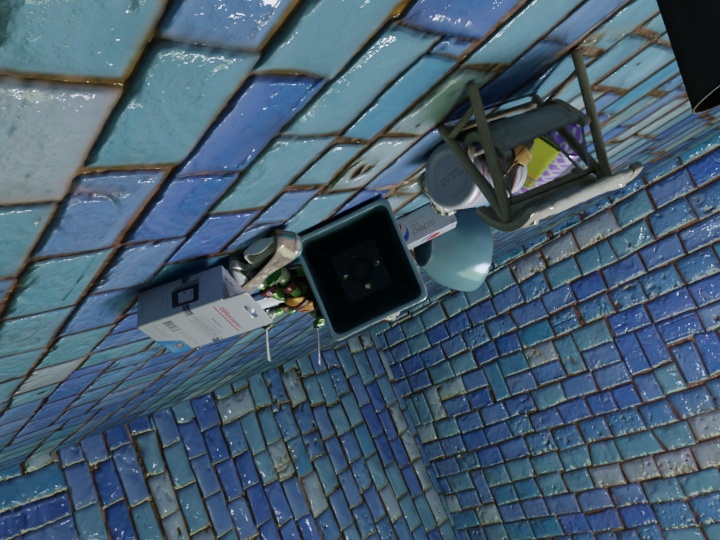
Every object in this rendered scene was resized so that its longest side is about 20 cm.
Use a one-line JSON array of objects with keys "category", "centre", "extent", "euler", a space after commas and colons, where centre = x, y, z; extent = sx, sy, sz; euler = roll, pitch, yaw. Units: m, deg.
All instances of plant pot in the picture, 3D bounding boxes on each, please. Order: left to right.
[{"category": "plant pot", "centre": [0.000, 0.000, 1.181], "extent": [0.192, 0.201, 0.200], "euler": [-24, 179, 0]}, {"category": "plant pot", "centre": [0.204, -0.055, 1.434], "extent": [0.131, 0.206, 0.200], "euler": [3, 159, -23]}]

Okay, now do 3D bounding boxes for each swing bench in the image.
[{"category": "swing bench", "centre": [0.249, -0.170, 0.853], "extent": [0.195, 0.204, 0.130], "euler": [-20, 170, -19]}]

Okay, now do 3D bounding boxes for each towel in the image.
[{"category": "towel", "centre": [0.318, -0.215, 1.147], "extent": [0.018, 0.085, 0.200], "euler": [-53, 173, -9]}]

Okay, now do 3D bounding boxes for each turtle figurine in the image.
[{"category": "turtle figurine", "centre": [-0.142, 0.084, 1.177], "extent": [0.202, 0.143, 0.194], "euler": [-54, 133, -9]}]

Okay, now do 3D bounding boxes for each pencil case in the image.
[{"category": "pencil case", "centre": [0.374, -0.225, 1.235], "extent": [0.087, 0.083, 0.200], "euler": [-58, -173, -25]}]

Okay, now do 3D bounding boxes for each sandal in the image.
[{"category": "sandal", "centre": [0.251, -0.194, 0.968], "extent": [0.053, 0.081, 0.200], "euler": [-20, -159, 43]}]

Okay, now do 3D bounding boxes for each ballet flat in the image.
[{"category": "ballet flat", "centre": [-0.186, -0.013, 1.039], "extent": [0.198, 0.069, 0.067], "euler": [-37, 146, 27]}, {"category": "ballet flat", "centre": [0.163, -0.144, 1.165], "extent": [0.071, 0.074, 0.200], "euler": [-26, 170, 9]}]

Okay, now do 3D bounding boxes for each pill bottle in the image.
[{"category": "pill bottle", "centre": [0.206, -0.167, 1.032], "extent": [0.197, 0.111, 0.108], "euler": [-13, 165, -47]}]

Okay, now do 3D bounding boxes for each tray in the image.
[{"category": "tray", "centre": [-0.235, 0.072, 1.434], "extent": [0.196, 0.023, 0.107], "euler": [-19, 168, -30]}]

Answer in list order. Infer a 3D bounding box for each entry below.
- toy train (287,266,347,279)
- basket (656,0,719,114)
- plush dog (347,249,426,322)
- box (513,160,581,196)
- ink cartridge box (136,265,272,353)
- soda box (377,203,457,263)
[{"category": "toy train", "centre": [-0.093, 0.007, 1.343], "extent": [0.197, 0.057, 0.042], "euler": [-13, 152, -49]}, {"category": "basket", "centre": [0.314, -0.270, 0.501], "extent": [0.134, 0.204, 0.180], "euler": [-15, 166, -36]}, {"category": "plush dog", "centre": [0.053, 0.006, 1.439], "extent": [0.169, 0.164, 0.199], "euler": [21, -146, 32]}, {"category": "box", "centre": [0.457, -0.207, 1.483], "extent": [0.076, 0.097, 0.200], "euler": [-20, 167, -20]}, {"category": "ink cartridge box", "centre": [-0.257, 0.063, 1.010], "extent": [0.195, 0.068, 0.116], "euler": [-17, 146, 9]}, {"category": "soda box", "centre": [0.114, -0.089, 1.340], "extent": [0.196, 0.065, 0.068], "euler": [-25, 171, 3]}]
